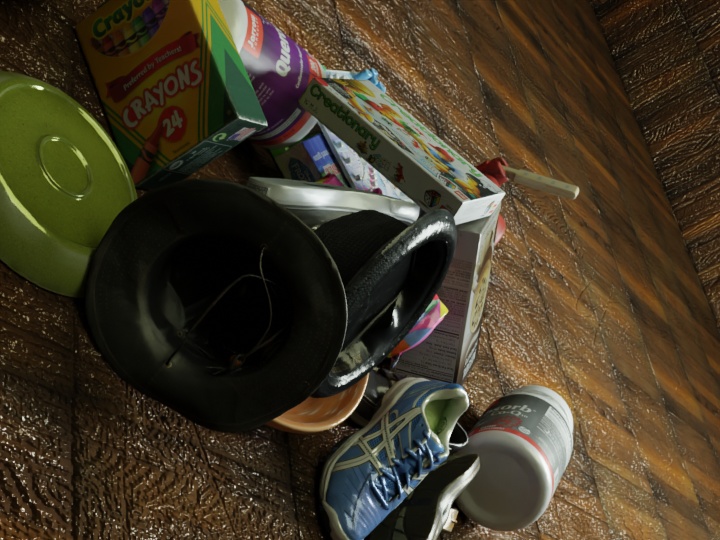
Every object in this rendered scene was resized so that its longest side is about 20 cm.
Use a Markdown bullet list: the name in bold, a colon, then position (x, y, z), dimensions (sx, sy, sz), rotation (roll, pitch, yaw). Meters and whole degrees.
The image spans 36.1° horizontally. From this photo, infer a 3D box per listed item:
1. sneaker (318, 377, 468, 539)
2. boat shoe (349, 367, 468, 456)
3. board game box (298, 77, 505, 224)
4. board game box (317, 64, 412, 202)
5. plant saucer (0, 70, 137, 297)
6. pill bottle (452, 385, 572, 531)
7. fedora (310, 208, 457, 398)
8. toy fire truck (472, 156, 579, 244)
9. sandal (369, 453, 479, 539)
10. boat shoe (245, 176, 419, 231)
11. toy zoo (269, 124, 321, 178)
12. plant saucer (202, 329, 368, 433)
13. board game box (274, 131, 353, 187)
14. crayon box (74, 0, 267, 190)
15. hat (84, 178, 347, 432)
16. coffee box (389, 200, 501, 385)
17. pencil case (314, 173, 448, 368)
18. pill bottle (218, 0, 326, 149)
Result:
- **sneaker**: position (0.031, 0.170, 1.025), dimensions (0.076, 0.077, 0.200), rotation (52, 52, -22)
- **boat shoe**: position (0.037, 0.135, 1.135), dimensions (0.200, 0.065, 0.072), rotation (44, 31, -32)
- **board game box**: position (0.044, -0.123, 1.120), dimensions (0.200, 0.035, 0.126), rotation (41, 23, 15)
- **board game box**: position (0.016, -0.151, 1.290), dimensions (0.200, 0.026, 0.200), rotation (63, 23, 4)
- **plant saucer**: position (-0.239, -0.075, 0.866), dimensions (0.200, 0.031, 0.200), rotation (43, 31, -34)
- **pill bottle**: position (0.181, 0.208, 1.276), dimensions (0.116, 0.116, 0.200), rotation (61, 24, -1)
- **fedora**: position (-0.007, 0.011, 0.958), dimensions (0.092, 0.201, 0.200), rotation (36, 18, 20)
- **toy fire truck**: position (0.172, -0.084, 1.461), dimensions (0.129, 0.200, 0.176), rotation (50, 27, -22)
- **sandal**: position (0.066, 0.239, 1.076), dimensions (0.200, 0.082, 0.055), rotation (-51, 129, -63)
- **boat shoe**: position (-0.026, -0.044, 1.028), dimensions (0.200, 0.070, 0.066), rotation (2, 101, -47)
- **toy zoo**: position (-0.028, -0.074, 1.281), dimensions (0.200, 0.020, 0.131), rotation (61, 25, -3)
- **plant saucer**: position (-0.074, 0.052, 0.991), dimensions (0.200, 0.037, 0.201), rotation (27, 48, -35)
- **board game box**: position (0.004, -0.069, 1.260), dimensions (0.200, 0.041, 0.200), rotation (59, 24, -6)
- **crayon box**: position (-0.177, -0.188, 0.990), dimensions (0.051, 0.127, 0.200), rotation (4, 60, -61)
- **hat**: position (-0.107, 0.021, 0.868), dimensions (0.201, 0.200, 0.081), rotation (59, 7, -6)
- **coffee box**: position (0.093, 0.025, 1.209), dimensions (0.113, 0.080, 0.200), rotation (-50, 150, -61)
- **pencil case**: position (0.000, 0.000, 1.118), dimensions (0.200, 0.088, 0.088), rotation (52, 26, -7)
- **pill bottle**: position (-0.129, -0.208, 1.114), dimensions (0.200, 0.112, 0.113), rotation (30, 40, -51)
